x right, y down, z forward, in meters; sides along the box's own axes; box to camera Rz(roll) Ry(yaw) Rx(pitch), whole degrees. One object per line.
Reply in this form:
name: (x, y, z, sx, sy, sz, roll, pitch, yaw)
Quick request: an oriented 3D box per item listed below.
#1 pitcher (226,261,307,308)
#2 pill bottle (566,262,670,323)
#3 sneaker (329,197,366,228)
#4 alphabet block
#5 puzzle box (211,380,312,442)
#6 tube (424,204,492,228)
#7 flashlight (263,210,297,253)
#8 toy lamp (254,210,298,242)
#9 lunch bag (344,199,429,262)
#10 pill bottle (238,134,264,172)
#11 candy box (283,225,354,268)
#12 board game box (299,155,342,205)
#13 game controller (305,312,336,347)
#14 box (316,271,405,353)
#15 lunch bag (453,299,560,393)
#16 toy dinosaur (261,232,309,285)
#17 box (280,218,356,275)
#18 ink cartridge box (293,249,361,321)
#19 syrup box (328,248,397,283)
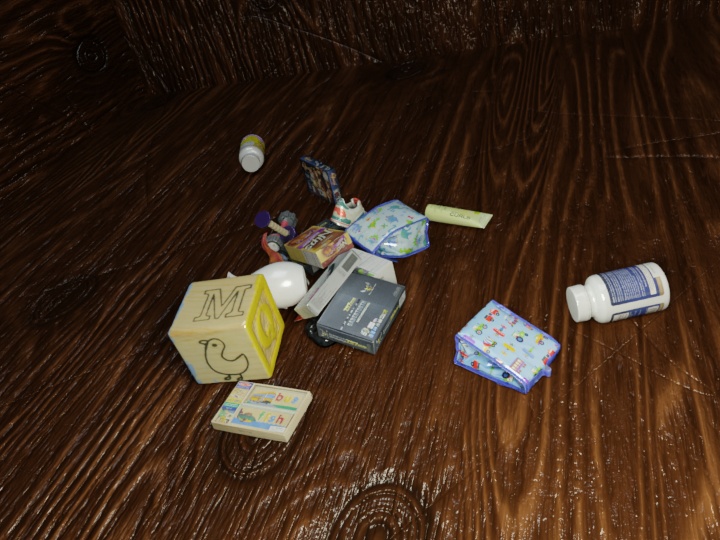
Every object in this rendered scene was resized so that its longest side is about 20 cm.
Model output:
pitcher: (-0.241, 0.065, 1.679, 0.199, 0.172, 0.121, -10, 32, 0)
pill bottle: (0.577, 0.056, 1.417, 0.199, 0.111, 0.111, -13, 33, 3)
sneaker: (0.000, -0.169, 1.918, 0.199, 0.094, 0.070, 8, 12, -40)
alphabet block: (-0.324, 0.145, 1.561, 0.199, 0.196, 0.197, -8, 40, 13)
puzzle box: (-0.224, 0.317, 1.428, 0.199, 0.025, 0.133, 2, 37, 25)
tube: (0.296, -0.165, 1.910, 0.199, 0.052, 0.058, 13, 83, 28)
flashlight: (-0.264, -0.128, 2.057, 0.068, 0.068, 0.200, -9, 35, 15)
toy lamp: (-0.249, -0.127, 1.920, 0.058, 0.200, 0.058, -5, 76, 20)
lunch bag: (0.077, -0.108, 1.840, 0.199, 0.128, 0.170, -20, 33, -25)
pill bottle: (-0.453, -0.485, 2.619, 0.104, 0.105, 0.200, -14, 34, 2)
candy box: (-0.121, -0.071, 1.801, 0.117, 0.057, 0.200, -36, 27, -24)
board game box: (-0.140, -0.321, 2.227, 0.035, 0.136, 0.200, -30, 36, -21)
game controller: (-0.043, 0.127, 1.633, 0.200, 0.042, 0.104, -30, 51, -21)
box: (0.005, 0.101, 1.577, 0.157, 0.051, 0.200, 16, 48, 22)
lunch bag: (0.330, 0.174, 1.377, 0.200, 0.094, 0.150, 27, 48, 33)
toy dinosaur: (-0.247, -0.009, 1.812, 0.105, 0.200, 0.181, -39, 6, -8)
box: (-0.125, -0.076, 1.940, 0.200, 0.051, 0.157, -36, 39, -27)
ink cartridge box: (-0.101, 0.042, 1.653, 0.200, 0.044, 0.173, -52, 15, -24)
syrup box: (0.000, 0.000, 1.754, 0.200, 0.079, 0.081, 20, 47, 41)
